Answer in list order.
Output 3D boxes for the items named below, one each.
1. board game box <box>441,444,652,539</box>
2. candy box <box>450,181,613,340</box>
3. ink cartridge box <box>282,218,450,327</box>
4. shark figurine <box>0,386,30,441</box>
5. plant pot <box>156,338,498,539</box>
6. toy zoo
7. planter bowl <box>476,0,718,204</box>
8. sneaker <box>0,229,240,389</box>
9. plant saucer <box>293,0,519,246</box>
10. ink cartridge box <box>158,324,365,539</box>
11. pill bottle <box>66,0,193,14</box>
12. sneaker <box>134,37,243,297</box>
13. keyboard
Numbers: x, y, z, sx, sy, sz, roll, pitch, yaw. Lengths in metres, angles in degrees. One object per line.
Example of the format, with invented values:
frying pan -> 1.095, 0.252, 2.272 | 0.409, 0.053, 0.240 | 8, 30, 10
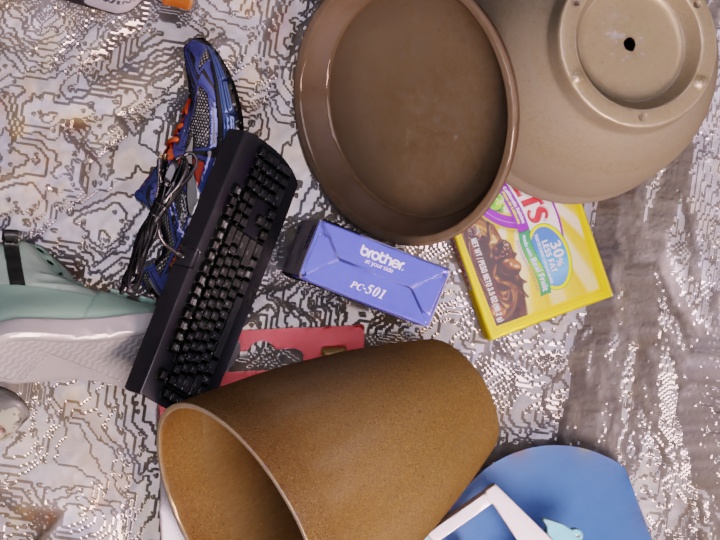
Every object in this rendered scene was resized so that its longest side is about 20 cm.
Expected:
board game box -> 0.143, 0.230, 1.538 | 0.158, 0.039, 0.201 | -21, 89, -20
candy box -> 0.108, -0.059, 1.541 | 0.102, 0.026, 0.201 | -20, 92, -9
ink cartridge box -> 0.000, 0.000, 1.442 | 0.094, 0.200, 0.044 | 21, 89, -6
shark figurine -> -0.319, 0.072, 1.487 | 0.214, 0.128, 0.090 | 18, 63, 12
plant pot -> -0.007, 0.130, 1.431 | 0.200, 0.186, 0.187 | -29, 93, -28
toy zoo -> 0.077, 0.245, 1.482 | 0.200, 0.020, 0.131 | -34, 89, -2
planter bowl -> 0.172, -0.152, 1.476 | 0.200, 0.135, 0.201 | 1, 87, -15
sneaker -> -0.186, 0.024, 1.483 | 0.200, 0.118, 0.074 | 6, 130, -30
plant saucer -> 0.035, -0.118, 1.476 | 0.029, 0.200, 0.201 | -15, 93, -49
ink cartridge box -> -0.068, 0.143, 1.514 | 0.160, 0.050, 0.201 | -2, 92, -6
pill bottle -> -0.206, -0.244, 1.467 | 0.199, 0.106, 0.107 | 15, 89, -6
sneaker -> -0.124, -0.068, 1.495 | 0.078, 0.075, 0.201 | 1, 89, -3
keyboard -> -0.112, -0.005, 1.433 | 0.127, 0.021, 0.200 | 32, 72, -42
